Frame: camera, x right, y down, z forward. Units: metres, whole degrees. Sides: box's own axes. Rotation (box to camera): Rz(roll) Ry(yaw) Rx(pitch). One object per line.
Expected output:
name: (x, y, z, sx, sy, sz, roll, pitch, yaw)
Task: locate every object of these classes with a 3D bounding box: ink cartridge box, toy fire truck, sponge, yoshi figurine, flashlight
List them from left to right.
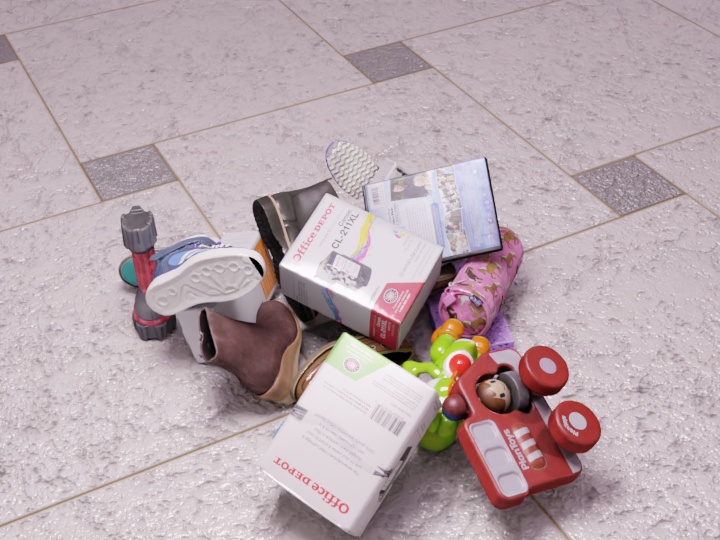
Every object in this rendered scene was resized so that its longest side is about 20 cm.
flashlight: (-0.318, 0.009, 1.584, 0.067, 0.202, 0.068, 21, 44, 26)
ink cartridge box: (-0.012, 0.205, 1.326, 0.145, 0.084, 0.201, 31, 78, 17)
ink cartridge box: (0.000, 0.000, 1.538, 0.198, 0.083, 0.147, 25, 62, 13)
yoshi figurine: (0.113, 0.167, 1.456, 0.111, 0.113, 0.201, -9, 30, 24)
sponge: (0.159, 0.061, 1.643, 0.110, 0.030, 0.201, -6, 38, -6)
toy fire truck: (0.192, 0.192, 1.349, 0.166, 0.113, 0.202, -8, 57, -32)

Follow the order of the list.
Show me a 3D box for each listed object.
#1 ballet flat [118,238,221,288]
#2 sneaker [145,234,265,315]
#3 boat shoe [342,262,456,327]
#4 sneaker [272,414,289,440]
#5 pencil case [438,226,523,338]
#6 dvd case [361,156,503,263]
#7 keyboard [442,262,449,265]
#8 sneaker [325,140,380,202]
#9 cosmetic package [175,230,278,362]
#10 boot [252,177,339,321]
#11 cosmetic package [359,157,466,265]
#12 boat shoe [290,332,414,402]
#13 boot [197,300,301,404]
ballet flat: (-0.294, -0.011, 1.737, 0.197, 0.068, 0.064, -9, 11, -12)
sneaker: (-0.208, -0.019, 1.517, 0.198, 0.081, 0.147, -19, 29, 24)
boat shoe: (0.053, 0.035, 1.638, 0.197, 0.068, 0.072, -15, 30, -6)
sneaker: (-0.027, 0.207, 1.428, 0.199, 0.081, 0.077, -31, 45, -6)
pencil case: (0.185, 0.014, 1.609, 0.082, 0.087, 0.200, 16, 38, 17)
dvd case: (0.107, -0.080, 1.605, 0.197, 0.018, 0.145, -12, 79, 14)
keyboard: (0.061, -0.047, 1.685, 0.199, 0.011, 0.056, 25, 33, 33)
sneaker: (0.007, -0.143, 1.738, 0.070, 0.199, 0.099, -53, 29, -1)
cosmetic package: (-0.198, 0.037, 1.616, 0.070, 0.102, 0.201, -3, 35, 23)
boot: (-0.068, -0.036, 1.645, 0.137, 0.203, 0.077, -22, 8, -25)
cosmetic package: (0.102, -0.091, 1.705, 0.199, 0.083, 0.051, 31, 5, -25)
boat shoe: (-0.008, 0.137, 1.514, 0.199, 0.073, 0.068, -30, 45, -32)
boot: (-0.159, 0.086, 1.514, 0.072, 0.166, 0.201, -38, 39, 21)
